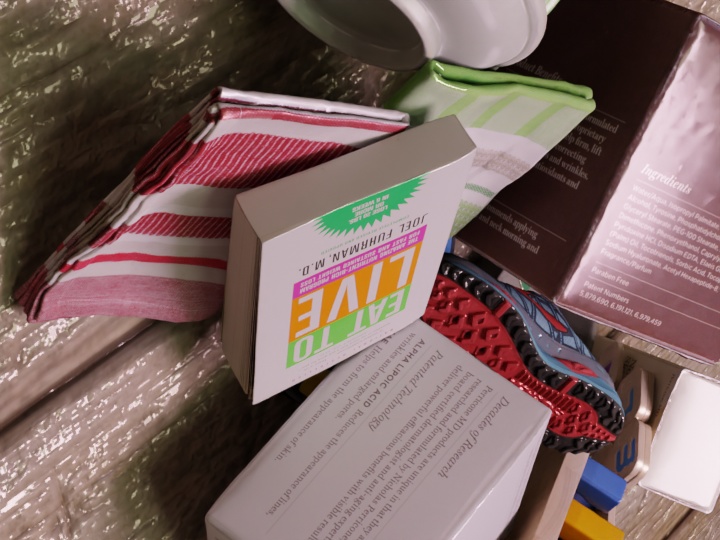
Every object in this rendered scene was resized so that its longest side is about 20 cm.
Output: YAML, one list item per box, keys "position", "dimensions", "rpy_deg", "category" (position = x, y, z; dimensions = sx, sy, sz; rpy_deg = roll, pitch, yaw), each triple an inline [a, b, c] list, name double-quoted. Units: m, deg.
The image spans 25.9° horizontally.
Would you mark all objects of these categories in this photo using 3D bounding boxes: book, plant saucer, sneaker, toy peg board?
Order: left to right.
- position: [-0.011, -0.006, 0.915]
  dimensions: [0.133, 0.048, 0.200]
  rpy_deg: [-23, 157, -17]
  category: "book"
- position: [0.003, -0.160, 0.858]
  dimensions: [0.050, 0.200, 0.200]
  rpy_deg: [-60, 143, -16]
  category: "plant saucer"
- position: [0.104, 0.050, 1.131]
  dimensions: [0.079, 0.096, 0.200]
  rpy_deg: [-39, 115, 21]
  category: "sneaker"
- position: [0.132, 0.240, 1.193]
  dimensions: [0.200, 0.098, 0.199]
  rpy_deg: [-51, -173, 48]
  category: "toy peg board"

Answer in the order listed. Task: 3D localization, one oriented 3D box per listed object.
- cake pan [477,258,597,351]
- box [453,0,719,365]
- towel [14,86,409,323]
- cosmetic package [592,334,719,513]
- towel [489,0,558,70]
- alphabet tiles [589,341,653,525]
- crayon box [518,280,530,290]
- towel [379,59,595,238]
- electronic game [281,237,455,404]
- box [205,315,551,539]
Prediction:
- position: [0.124, 0.062, 1.266]
  dimensions: [0.200, 0.037, 0.201]
  rpy_deg: [-28, 129, -42]
  category: "cake pan"
- position: [0.183, -0.071, 1.056]
  dimensions: [0.164, 0.166, 0.200]
  rpy_deg: [21, 100, -35]
  category: "box"
- position: [-0.080, -0.028, 0.859]
  dimensions: [0.144, 0.023, 0.200]
  rpy_deg: [0, 148, -46]
  category: "towel"
- position: [0.239, 0.123, 1.311]
  dimensions: [0.071, 0.200, 0.105]
  rpy_deg: [21, 89, -14]
  category: "cosmetic package"
- position: [0.102, -0.232, 0.903]
  dimensions: [0.200, 0.023, 0.153]
  rpy_deg: [-48, 126, 1]
  category: "towel"
- position: [0.182, 0.164, 1.287]
  dimensions: [0.200, 0.015, 0.196]
  rpy_deg: [127, -21, -49]
  category: "alphabet tiles"
- position: [0.181, -0.084, 1.217]
  dimensions: [0.200, 0.052, 0.126]
  rpy_deg: [-41, 122, -37]
  category: "crayon box"
- position: [0.033, -0.050, 0.944]
  dimensions: [0.149, 0.031, 0.200]
  rpy_deg: [-1, 149, -43]
  category: "towel"
- position: [0.000, 0.000, 1.073]
  dimensions: [0.200, 0.042, 0.200]
  rpy_deg: [-27, 128, -41]
  category: "electronic game"
- position: [0.009, 0.168, 1.044]
  dimensions: [0.200, 0.131, 0.199]
  rpy_deg: [-47, 161, -26]
  category: "box"
